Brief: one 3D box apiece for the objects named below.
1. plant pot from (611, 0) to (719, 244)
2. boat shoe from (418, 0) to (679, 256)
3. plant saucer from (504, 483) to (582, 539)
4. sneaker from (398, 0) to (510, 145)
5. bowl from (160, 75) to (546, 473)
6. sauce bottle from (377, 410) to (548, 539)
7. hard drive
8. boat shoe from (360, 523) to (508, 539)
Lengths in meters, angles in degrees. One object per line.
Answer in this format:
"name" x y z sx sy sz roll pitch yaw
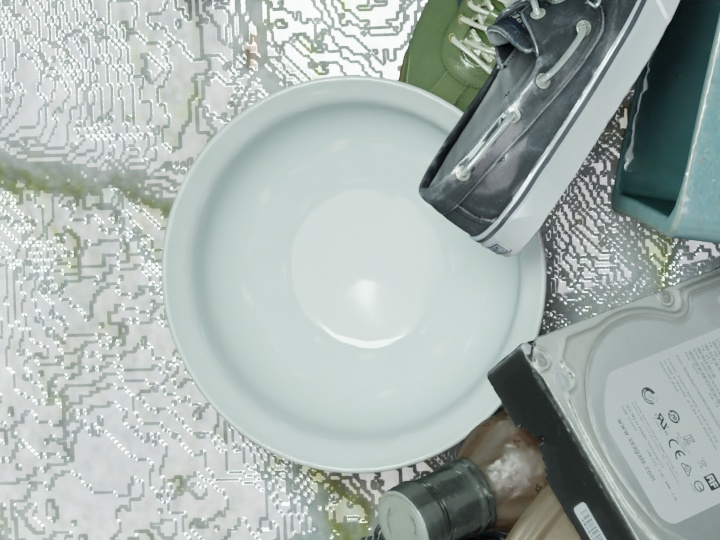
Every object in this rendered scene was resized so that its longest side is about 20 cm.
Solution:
"plant pot" 0.252 -0.098 1.350 0.199 0.196 0.198 12 95 -5
"boat shoe" 0.095 -0.108 1.344 0.068 0.072 0.201 33 86 -17
"plant saucer" 0.126 0.180 1.380 0.029 0.199 0.201 23 97 41
"sneaker" 0.080 -0.153 1.409 0.067 0.090 0.201 35 97 3
"bowl" 0.000 0.000 1.427 0.200 0.090 0.203 0 93 6
"sauce bottle" 0.095 0.092 1.382 0.199 0.065 0.065 -21 91 -33
"hard drive" 0.170 0.076 1.357 0.038 0.199 0.140 -42 72 44
"boat shoe" 0.016 0.172 1.424 0.199 0.062 0.075 -14 99 43
